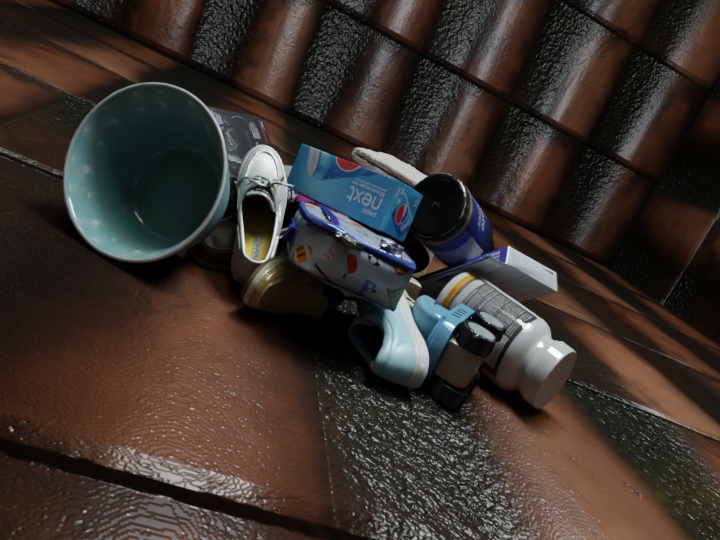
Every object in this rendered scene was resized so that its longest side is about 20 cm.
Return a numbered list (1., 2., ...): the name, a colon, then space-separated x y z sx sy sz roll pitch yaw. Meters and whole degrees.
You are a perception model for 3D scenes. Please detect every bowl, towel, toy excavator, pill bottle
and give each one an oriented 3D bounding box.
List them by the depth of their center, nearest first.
1. bowl: -0.235 -0.104 0.693 0.197 0.205 0.105 29 -2 11
2. toy excavator: 0.091 0.067 0.788 0.197 0.102 0.193 33 18 17
3. pill bottle: 0.204 0.099 0.847 0.115 0.119 0.199 6 26 -49
4. pill bottle: 0.159 -0.070 0.979 0.111 0.113 0.199 37 2 34
5. towel: 0.086 -0.174 1.081 0.198 0.035 0.131 35 18 23

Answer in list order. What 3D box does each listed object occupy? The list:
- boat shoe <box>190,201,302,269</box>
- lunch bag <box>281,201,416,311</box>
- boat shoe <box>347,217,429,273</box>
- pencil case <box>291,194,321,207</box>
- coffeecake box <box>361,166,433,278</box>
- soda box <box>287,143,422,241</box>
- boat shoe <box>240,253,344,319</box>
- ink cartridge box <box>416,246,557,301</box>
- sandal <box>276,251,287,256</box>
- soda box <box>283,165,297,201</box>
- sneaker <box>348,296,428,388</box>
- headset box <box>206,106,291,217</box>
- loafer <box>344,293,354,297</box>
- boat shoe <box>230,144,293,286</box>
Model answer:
1. boat shoe: -0.145 -0.059 0.803 0.071 0.071 0.198 50 36 12
2. lunch bag: -0.021 -0.026 0.715 0.157 0.077 0.200 26 6 -13
3. boat shoe: 0.058 -0.043 0.957 0.062 0.076 0.200 3 -20 42
4. pencil case: -0.025 -0.070 0.965 0.198 0.093 0.092 29 28 -45
5. coffeecake box: 0.063 -0.087 1.121 0.196 0.157 0.073 15 18 -33
6. soda box: -0.014 -0.111 0.807 0.197 0.069 0.064 28 5 37
7. boat shoe: -0.071 0.027 0.733 0.076 0.072 0.199 43 20 15
8. ink cartridge box: 0.196 0.015 0.978 0.197 0.042 0.197 21 -28 -38
9. sandal: -0.128 -0.057 0.916 0.081 0.051 0.202 32 18 16
10. soda box: -0.103 -0.141 1.037 0.193 0.065 0.069 7 -20 9
11. sneaker: 0.019 0.066 0.737 0.080 0.075 0.200 20 16 -26
12. headset box: -0.203 -0.148 0.839 0.198 0.076 0.153 -13 81 -60
13. loafer: 0.000 0.000 0.907 0.196 0.072 0.073 14 19 -36
14. boat shoe: -0.126 -0.089 0.730 0.072 0.086 0.207 13 60 -15
